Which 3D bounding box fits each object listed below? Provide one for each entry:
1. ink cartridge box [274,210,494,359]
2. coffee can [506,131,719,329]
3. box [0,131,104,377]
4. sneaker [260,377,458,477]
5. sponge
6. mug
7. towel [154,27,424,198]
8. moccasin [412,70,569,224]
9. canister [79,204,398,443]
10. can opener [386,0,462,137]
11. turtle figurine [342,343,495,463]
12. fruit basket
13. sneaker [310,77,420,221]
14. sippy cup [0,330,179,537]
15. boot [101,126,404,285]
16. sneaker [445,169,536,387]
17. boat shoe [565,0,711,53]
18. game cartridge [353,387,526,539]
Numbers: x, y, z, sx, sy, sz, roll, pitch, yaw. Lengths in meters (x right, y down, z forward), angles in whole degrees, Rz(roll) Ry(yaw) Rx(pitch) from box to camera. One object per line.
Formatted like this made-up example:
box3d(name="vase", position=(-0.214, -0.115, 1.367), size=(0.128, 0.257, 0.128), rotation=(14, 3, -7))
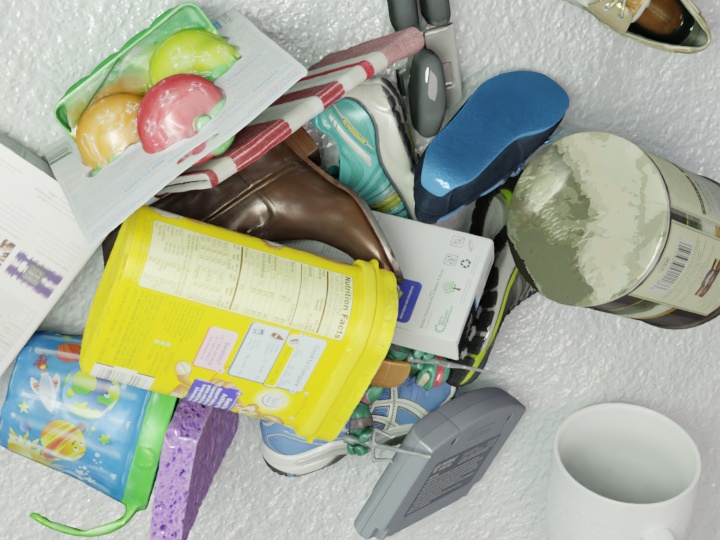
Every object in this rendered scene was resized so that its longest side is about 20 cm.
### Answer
box3d(name="ink cartridge box", position=(0.000, 0.000, 1.130), size=(0.039, 0.199, 0.100), rotation=(78, 31, -60))
box3d(name="coffee can", position=(0.239, -0.031, 1.214), size=(0.200, 0.146, 0.147), rotation=(13, 112, -54))
box3d(name="box", position=(-0.300, -0.004, 1.048), size=(0.144, 0.036, 0.200), rotation=(36, 97, -21))
box3d(name="sneaker", position=(0.001, 0.118, 1.262), size=(0.199, 0.076, 0.077), rotation=(-24, 130, -14))
box3d(name="sponge", position=(-0.129, 0.132, 1.138), size=(0.030, 0.200, 0.112), rotation=(12, 115, 3))
box3d(name="mug", position=(0.269, 0.264, 1.404), size=(0.147, 0.200, 0.176), rotation=(-10, 128, -16))
box3d(name="towel", position=(-0.058, -0.114, 1.033), size=(0.200, 0.144, 0.023), rotation=(-38, 105, -22))
box3d(name="moccasin", position=(0.100, -0.106, 1.166), size=(0.200, 0.080, 0.068), rotation=(-34, 158, -39))
box3d(name="canister", position=(-0.092, 0.039, 1.024), size=(0.199, 0.087, 0.149), rotation=(16, 129, -16))
box3d(name="can opener", position=(0.052, -0.207, 1.112), size=(0.052, 0.067, 0.201), rotation=(-17, 121, -10))
box3d(name="turtle figurine", position=(0.005, 0.087, 1.185), size=(0.199, 0.101, 0.150), rotation=(10, 127, -7))
box3d(name="fruit basket", position=(-0.134, -0.106, 0.990), size=(0.185, 0.200, 0.094), rotation=(-39, 126, -2))
box3d(name="sneaker", position=(0.014, -0.075, 1.174), size=(0.079, 0.078, 0.200), rotation=(-13, 127, 11))
box3d(name="sippy cup", position=(-0.214, 0.110, 1.110), size=(0.130, 0.178, 0.140), rotation=(15, 129, -5))
box3d(name="boot", position=(-0.090, -0.007, 1.092), size=(0.200, 0.187, 0.064), rotation=(-36, 154, -9))
box3d(name="sneaker", position=(0.127, 0.014, 1.245), size=(0.081, 0.074, 0.201), rotation=(30, 82, -43))
box3d(name="boat shoe", position=(0.221, -0.240, 1.172), size=(0.200, 0.068, 0.075), rotation=(18, 108, -33))
box3d(name="game cartridge", position=(0.080, 0.173, 1.298), size=(0.134, 0.040, 0.200), rotation=(-56, 158, 23))
